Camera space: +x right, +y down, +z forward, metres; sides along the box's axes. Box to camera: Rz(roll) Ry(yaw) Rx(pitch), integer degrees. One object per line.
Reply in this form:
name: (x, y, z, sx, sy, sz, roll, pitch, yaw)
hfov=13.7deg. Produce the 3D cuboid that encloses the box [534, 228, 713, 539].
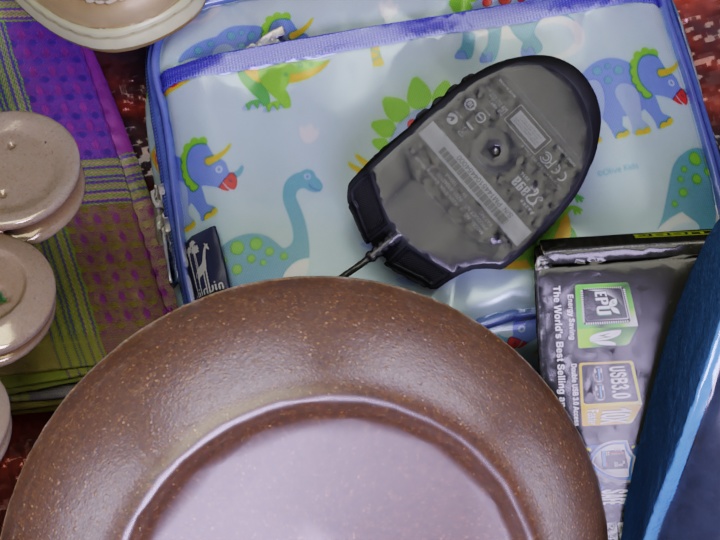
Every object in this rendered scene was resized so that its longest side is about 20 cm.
box: (0.158, 0.083, 0.997, 0.193, 0.048, 0.200, -2, 96, 4)

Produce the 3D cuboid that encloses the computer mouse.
computer mouse: (0.000, 0.000, 1.002, 0.200, 0.034, 0.059, -38, 90, -7)

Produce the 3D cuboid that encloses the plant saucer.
plant saucer: (-0.013, 0.103, 0.942, 0.200, 0.037, 0.201, -2, 101, -12)

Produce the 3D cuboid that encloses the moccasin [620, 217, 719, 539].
moccasin: (0.121, 0.077, 0.946, 0.068, 0.080, 0.200, 10, 111, -2)

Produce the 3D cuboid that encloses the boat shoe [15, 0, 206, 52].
boat shoe: (-0.116, -0.158, 1.097, 0.074, 0.066, 0.200, -27, 50, -9)

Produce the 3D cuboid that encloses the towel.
towel: (-0.148, -0.036, 1.078, 0.143, 0.023, 0.200, -8, 68, -33)

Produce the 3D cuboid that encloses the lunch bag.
lunch bag: (0.025, -0.035, 1.071, 0.200, 0.082, 0.161, -8, 67, -2)

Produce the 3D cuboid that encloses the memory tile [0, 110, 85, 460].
memory tile: (-0.179, 0.024, 0.971, 0.153, 0.017, 0.200, 6, 54, 10)
